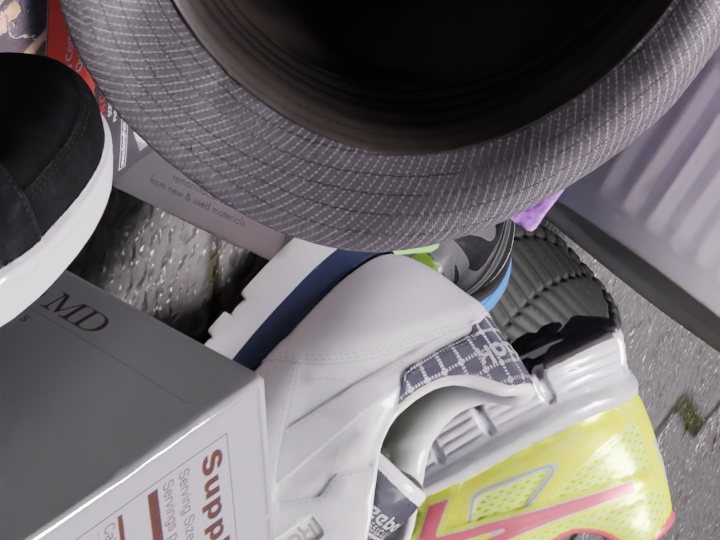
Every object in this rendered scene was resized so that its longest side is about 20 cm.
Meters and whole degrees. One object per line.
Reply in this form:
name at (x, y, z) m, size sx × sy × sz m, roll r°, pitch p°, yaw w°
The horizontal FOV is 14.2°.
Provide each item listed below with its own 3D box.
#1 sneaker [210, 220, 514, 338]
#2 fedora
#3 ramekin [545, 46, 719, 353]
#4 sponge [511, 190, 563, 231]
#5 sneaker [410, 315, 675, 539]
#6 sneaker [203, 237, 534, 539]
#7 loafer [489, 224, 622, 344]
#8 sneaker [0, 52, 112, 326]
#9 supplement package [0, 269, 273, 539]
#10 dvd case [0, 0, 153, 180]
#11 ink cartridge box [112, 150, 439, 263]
sneaker at (0.000, 0.000, 0.995) m, size 0.200 × 0.070 × 0.083 m, roll -42°, pitch 146°, yaw -56°
fedora at (0.018, -0.113, 0.769) m, size 0.200 × 0.176 × 0.090 m, roll -51°, pitch -166°, yaw 26°
ramekin at (0.145, -0.028, 1.131) m, size 0.094 × 0.202 × 0.202 m, roll -53°, pitch 157°, yaw -1°
sponge at (0.100, -0.109, 0.923) m, size 0.200 × 0.030 × 0.112 m, roll -56°, pitch -177°, yaw 15°
sneaker at (0.019, 0.098, 0.997) m, size 0.199 × 0.091 × 0.078 m, roll -28°, pitch -171°, yaw 21°
sneaker at (-0.037, 0.080, 0.848) m, size 0.200 × 0.080 × 0.076 m, roll -51°, pitch 164°, yaw 2°
loafer at (0.035, 0.043, 1.129) m, size 0.070 × 0.075 × 0.200 m, roll -42°, pitch 177°, yaw 37°
sneaker at (-0.130, -0.032, 0.610) m, size 0.199 × 0.073 × 0.112 m, roll -26°, pitch 138°, yaw -36°
supplement package at (-0.127, 0.094, 0.679) m, size 0.200 × 0.117 × 0.118 m, roll -35°, pitch 137°, yaw -37°
dvd case at (-0.110, -0.052, 0.746) m, size 0.200 × 0.022 × 0.147 m, roll -43°, pitch 149°, yaw -45°
ink cartridge box at (0.007, -0.108, 0.891) m, size 0.117 × 0.067 × 0.201 m, roll -5°, pitch 118°, yaw -64°
